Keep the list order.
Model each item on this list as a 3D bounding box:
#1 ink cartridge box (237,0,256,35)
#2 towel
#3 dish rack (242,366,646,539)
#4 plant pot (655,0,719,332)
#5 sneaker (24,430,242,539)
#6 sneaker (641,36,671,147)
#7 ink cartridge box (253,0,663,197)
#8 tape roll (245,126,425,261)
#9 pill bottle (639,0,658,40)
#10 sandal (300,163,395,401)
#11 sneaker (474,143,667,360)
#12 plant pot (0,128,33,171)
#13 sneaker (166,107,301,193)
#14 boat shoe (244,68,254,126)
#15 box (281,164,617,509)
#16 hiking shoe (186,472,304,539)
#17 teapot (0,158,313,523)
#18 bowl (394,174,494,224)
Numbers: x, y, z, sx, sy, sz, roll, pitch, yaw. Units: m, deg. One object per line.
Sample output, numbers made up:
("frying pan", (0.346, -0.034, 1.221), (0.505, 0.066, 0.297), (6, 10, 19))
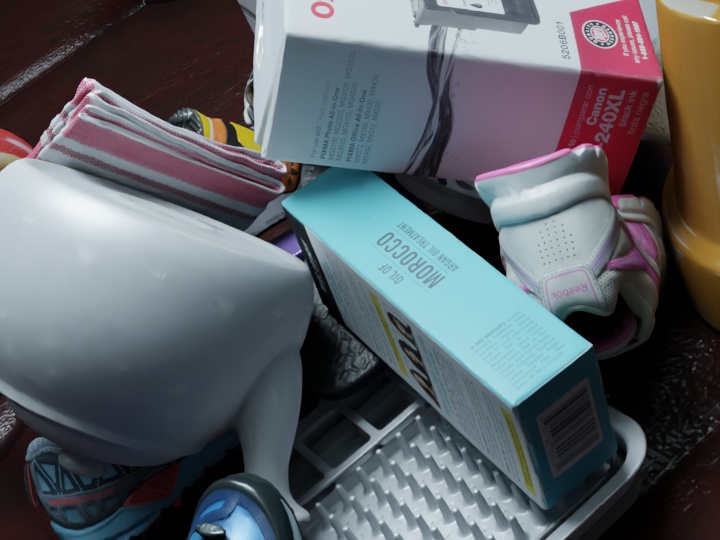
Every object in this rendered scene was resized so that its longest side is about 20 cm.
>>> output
("ink cartridge box", (-0.048, -0.215, 1.157), (0.066, 0.201, 0.116), (-36, 32, -14))
("towel", (-0.157, -0.028, 0.902), (0.200, 0.145, 0.030), (-39, 46, 35))
("dish rack", (0.040, 0.116, 0.768), (0.171, 0.044, 0.199), (-38, 33, -16))
("plant pot", (0.239, -0.090, 0.770), (0.198, 0.184, 0.201), (-20, 32, 13))
("sneaker", (-0.113, 0.076, 0.879), (0.200, 0.096, 0.079), (-44, 18, -23))
("sneaker", (0.219, -0.127, 0.937), (0.198, 0.077, 0.105), (-18, 14, -25))
("ink cartridge box", (0.045, -0.125, 0.800), (0.197, 0.084, 0.146), (6, 44, -10))
("tape roll", (-0.057, -0.030, 1.031), (0.198, 0.066, 0.201), (-20, 33, 14))
("pill bottle", (0.204, -0.232, 1.054), (0.113, 0.115, 0.200), (-1, 32, 37))
("sandal", (0.001, -0.001, 0.877), (0.074, 0.048, 0.202), (-13, 45, 15))
("sneaker", (0.115, 0.007, 0.765), (0.080, 0.200, 0.089), (-16, 73, 21))
("plant pot", (-0.332, -0.022, 1.109), (0.181, 0.202, 0.201), (2, 43, 36))
("sneaker", (-0.104, -0.060, 0.999), (0.200, 0.089, 0.071), (178, 105, -68))
("boat shoe", (-0.045, -0.112, 0.955), (0.060, 0.075, 0.200), (-3, 1, -19))
("box", (0.041, 0.026, 0.742), (0.049, 0.083, 0.200), (-35, 45, -14))
("hiking shoe", (-0.077, 0.183, 0.667), (0.074, 0.087, 0.202), (-2, 64, 31))
("teapot", (-0.130, 0.035, 0.785), (0.200, 0.196, 0.148), (28, 98, 60))
("bowl", (0.077, -0.090, 0.953), (0.198, 0.095, 0.201), (18, 20, -7))
